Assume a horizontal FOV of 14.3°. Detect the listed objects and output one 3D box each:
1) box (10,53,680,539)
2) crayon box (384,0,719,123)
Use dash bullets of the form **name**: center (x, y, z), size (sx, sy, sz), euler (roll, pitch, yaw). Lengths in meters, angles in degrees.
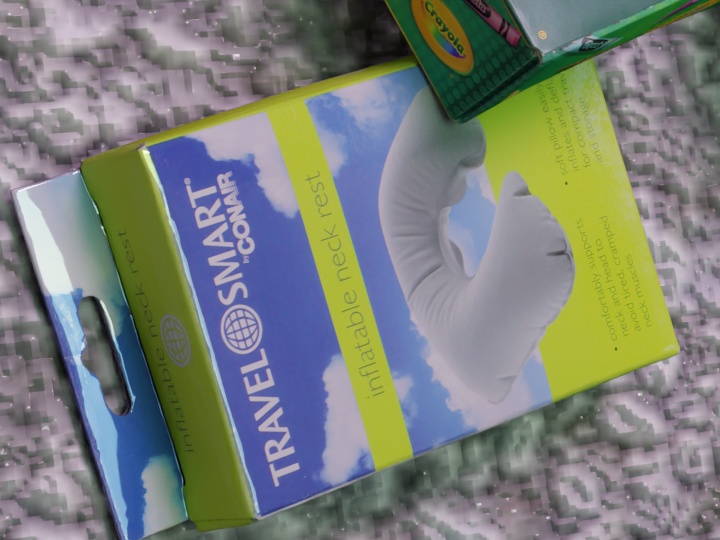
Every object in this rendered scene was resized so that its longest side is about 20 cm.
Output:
- **box**: center (0.000, 0.000, 0.907), size (0.200, 0.048, 0.122), euler (-20, 94, -33)
- **crayon box**: center (0.037, -0.160, 0.917), size (0.119, 0.058, 0.200), euler (-26, 84, -34)
